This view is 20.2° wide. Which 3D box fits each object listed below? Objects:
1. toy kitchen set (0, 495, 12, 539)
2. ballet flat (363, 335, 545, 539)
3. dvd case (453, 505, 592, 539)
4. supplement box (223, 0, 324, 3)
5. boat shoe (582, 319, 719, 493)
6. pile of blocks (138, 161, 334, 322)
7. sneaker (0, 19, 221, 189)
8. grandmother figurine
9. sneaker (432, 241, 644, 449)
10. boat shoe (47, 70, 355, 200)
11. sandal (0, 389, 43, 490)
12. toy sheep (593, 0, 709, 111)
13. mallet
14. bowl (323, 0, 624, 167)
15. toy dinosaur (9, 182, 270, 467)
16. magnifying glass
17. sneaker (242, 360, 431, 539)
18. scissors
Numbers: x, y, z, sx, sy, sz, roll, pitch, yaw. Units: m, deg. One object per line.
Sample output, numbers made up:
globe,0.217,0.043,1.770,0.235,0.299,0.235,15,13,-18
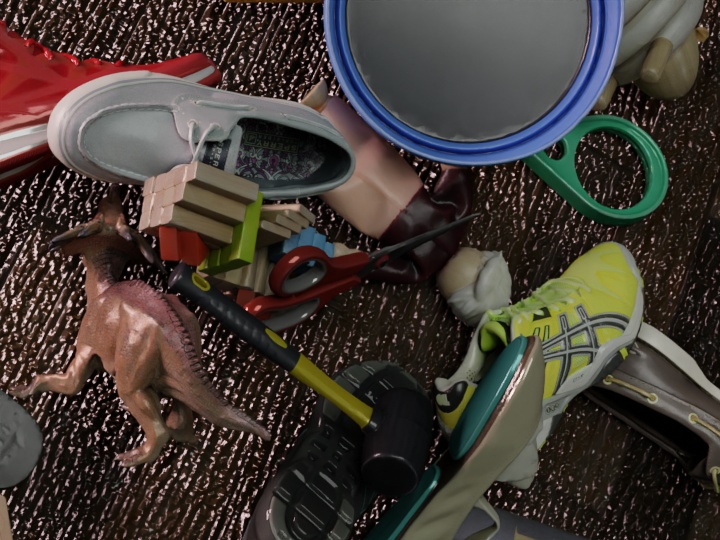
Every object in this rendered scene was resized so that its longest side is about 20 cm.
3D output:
toy kitchen set,-0.296,0.199,1.114,0.179,0.200,0.164,7,112,-19
ballet flat,0.072,0.131,1.282,0.069,0.070,0.200,34,107,-7
dvd case,0.135,0.248,1.339,0.199,0.016,0.150,20,66,-15
supplement box,0.001,-0.228,1.393,0.198,0.069,0.067,-2,57,-8
boat shoe,0.240,0.116,1.396,0.200,0.072,0.060,39,69,-1
pile of blocks,-0.064,-0.002,1.268,0.200,0.082,0.063,35,58,-55
sneaker,-0.194,-0.132,1.304,0.199,0.078,0.116,-22,83,-27
grandmother figurine,0.028,-0.041,1.375,0.200,0.061,0.121,45,90,-6
sneaker,0.123,0.046,1.357,0.200,0.075,0.077,-51,126,-29
boat shoe,-0.093,-0.081,1.263,0.200,0.071,0.071,2,106,-31
sandal,-0.275,0.057,1.226,0.200,0.045,0.075,36,65,-7
toy sheep,0.171,-0.200,1.440,0.200,0.138,0.138,48,61,-19
mallet,-0.033,0.054,1.238,0.200,0.041,0.066,43,36,-12
bowl,0.074,-0.169,1.340,0.199,0.039,0.202,0,92,-5
toy dinosaur,-0.134,0.034,1.233,0.086,0.199,0.136,-2,113,-46
magnifying glass,0.130,-0.089,1.448,0.199,0.022,0.080,17,67,-15
sneaker,-0.023,0.129,1.290,0.075,0.079,0.200,42,43,2
scissors,0.000,0.000,1.304,0.199,0.073,0.014,-15,53,-47
